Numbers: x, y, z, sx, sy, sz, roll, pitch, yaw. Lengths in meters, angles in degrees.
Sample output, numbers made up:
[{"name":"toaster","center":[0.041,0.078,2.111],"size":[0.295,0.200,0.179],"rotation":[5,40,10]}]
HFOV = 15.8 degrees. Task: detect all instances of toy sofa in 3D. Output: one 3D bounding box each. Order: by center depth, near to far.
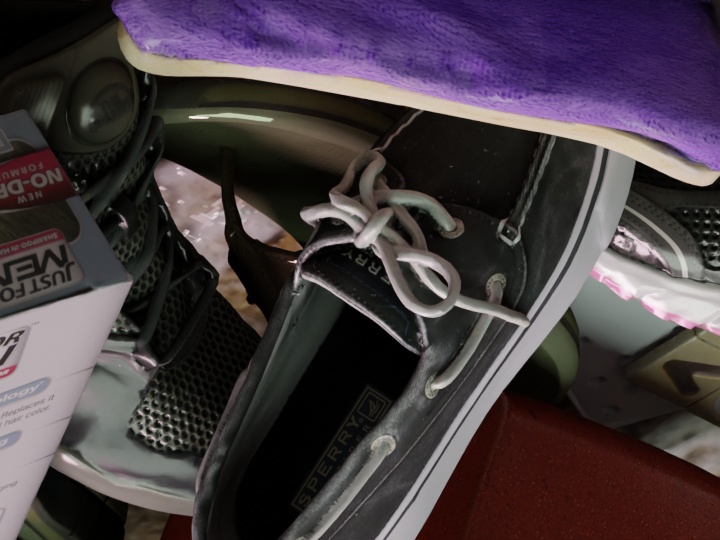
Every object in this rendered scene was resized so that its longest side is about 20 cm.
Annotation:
[{"name":"toy sofa","center":[0.032,-0.098,0.684],"size":[0.199,0.098,0.083],"rotation":[11,141,-21]}]

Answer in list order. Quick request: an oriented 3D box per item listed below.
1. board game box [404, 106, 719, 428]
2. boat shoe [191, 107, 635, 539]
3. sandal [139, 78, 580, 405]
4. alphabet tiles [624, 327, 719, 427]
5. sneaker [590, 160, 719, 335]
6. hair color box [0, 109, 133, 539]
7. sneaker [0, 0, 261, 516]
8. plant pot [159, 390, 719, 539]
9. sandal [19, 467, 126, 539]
[{"name":"board game box","center":[0.138,-0.029,0.857],"size":[0.199,0.026,0.200],"rotation":[-18,143,15]},{"name":"boat shoe","center":[0.011,0.002,0.739],"size":[0.200,0.074,0.068],"rotation":[-57,153,2]},{"name":"sandal","center":[0.001,0.000,0.820],"size":[0.080,0.057,0.201],"rotation":[-7,144,45]},{"name":"alphabet tiles","center":[0.196,0.007,0.888],"size":[0.167,0.008,0.200],"rotation":[26,133,-37]},{"name":"sneaker","center":[0.159,-0.032,0.783],"size":[0.199,0.080,0.087],"rotation":[5,123,-9]},{"name":"hair color box","center":[-0.141,0.049,0.709],"size":[0.099,0.061,0.200],"rotation":[-20,156,-33]},{"name":"sneaker","center":[-0.076,-0.007,0.750],"size":[0.199,0.076,0.114],"rotation":[45,141,-14]},{"name":"plant pot","center":[0.026,0.143,0.902],"size":[0.199,0.200,0.176],"rotation":[-4,144,40]},{"name":"sandal","center":[-0.127,0.045,0.869],"size":[0.057,0.080,0.201],"rotation":[4,147,15]}]
